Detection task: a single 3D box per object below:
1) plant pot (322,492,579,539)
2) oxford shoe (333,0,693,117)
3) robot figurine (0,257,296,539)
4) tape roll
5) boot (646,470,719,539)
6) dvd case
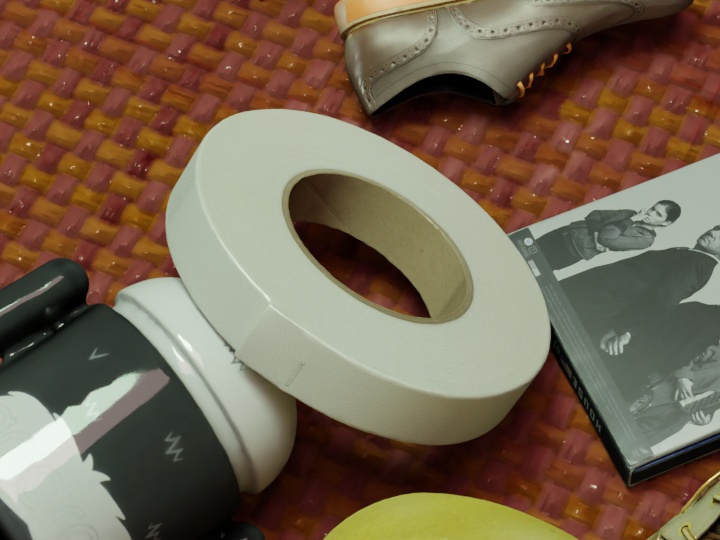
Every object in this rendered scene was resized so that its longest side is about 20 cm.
[{"bbox_3d":[0.040,0.178,1.082,0.200,0.200,0.142,-18,34,-8],"label":"plant pot"},{"bbox_3d":[0.090,-0.126,1.329,0.200,0.071,0.073,-10,78,1],"label":"oxford shoe"},{"bbox_3d":[-0.126,0.089,1.167,0.200,0.150,0.125,-35,45,-17],"label":"robot figurine"},{"bbox_3d":[0.000,0.000,1.197,0.203,0.037,0.203,25,32,-17],"label":"tape roll"},{"bbox_3d":[0.182,0.104,1.122,0.200,0.156,0.073,-32,63,-16],"label":"boot"},{"bbox_3d":[0.194,0.009,1.257,0.200,0.025,0.150,-21,60,-10],"label":"dvd case"}]
